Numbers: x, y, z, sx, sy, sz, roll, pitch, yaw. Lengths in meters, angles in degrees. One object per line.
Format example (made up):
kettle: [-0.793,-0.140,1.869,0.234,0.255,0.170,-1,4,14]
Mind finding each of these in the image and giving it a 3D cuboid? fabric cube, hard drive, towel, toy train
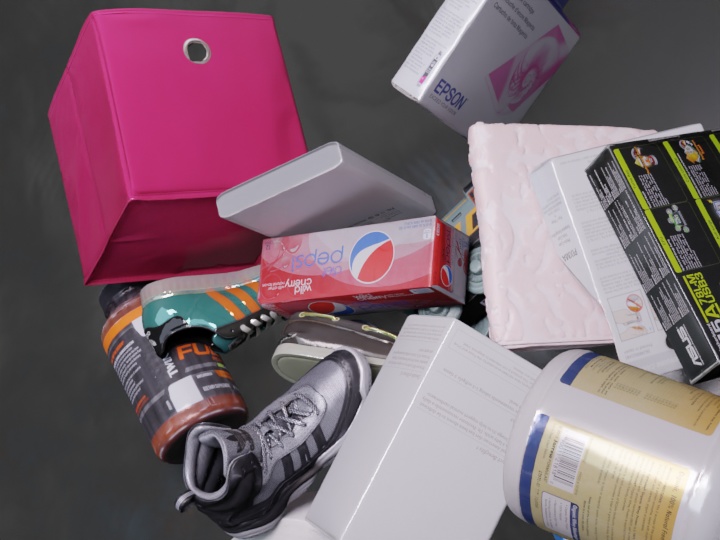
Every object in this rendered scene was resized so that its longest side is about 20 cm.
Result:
fabric cube: [-0.183,-0.121,1.236,0.200,0.196,0.200,-45,55,54]
hard drive: [-0.028,-0.061,1.178,0.132,0.200,0.027,-23,70,22]
towel: [0.190,-0.031,1.086,0.032,0.190,0.201,140,126,-67]
toy train: [0.112,-0.015,1.168,0.200,0.085,0.114,-44,51,15]

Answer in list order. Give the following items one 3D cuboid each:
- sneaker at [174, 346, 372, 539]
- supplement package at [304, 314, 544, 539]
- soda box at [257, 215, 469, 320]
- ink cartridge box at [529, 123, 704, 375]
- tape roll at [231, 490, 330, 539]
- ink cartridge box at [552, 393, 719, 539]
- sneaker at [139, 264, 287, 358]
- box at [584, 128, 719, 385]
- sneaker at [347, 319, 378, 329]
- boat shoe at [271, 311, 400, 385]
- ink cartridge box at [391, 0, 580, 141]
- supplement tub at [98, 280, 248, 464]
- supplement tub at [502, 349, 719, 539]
sneaker: [-0.076,0.142,1.058,0.075,0.114,0.200,41,94,34]
supplement package: [0.059,0.152,1.027,0.200,0.117,0.117,-62,15,-9]
soda box: [0.000,0.000,1.148,0.199,0.063,0.070,-7,70,34]
ink cartridge box: [0.251,-0.015,1.062,0.160,0.047,0.201,-14,82,-21]
tape roll: [-0.036,0.309,1.139,0.202,0.071,0.203,6,105,23]
ink cartridge box: [0.271,0.206,1.028,0.200,0.084,0.145,-34,66,18]
sneaker: [-0.119,0.045,1.245,0.199,0.071,0.080,-9,67,-6]
box: [0.305,-0.021,1.006,0.201,0.193,0.048,67,152,21]
sneaker: [0.009,0.138,1.183,0.077,0.085,0.201,-23,69,22]
boat shoe: [0.021,0.082,1.143,0.200,0.072,0.061,12,53,7]
ink cartridge box: [0.134,-0.216,1.126,0.043,0.196,0.200,39,99,27]
supplement tub: [-0.204,0.094,1.294,0.107,0.107,0.200,-39,65,16]
supplement tub: [0.224,0.154,0.933,0.199,0.144,0.145,19,89,31]
